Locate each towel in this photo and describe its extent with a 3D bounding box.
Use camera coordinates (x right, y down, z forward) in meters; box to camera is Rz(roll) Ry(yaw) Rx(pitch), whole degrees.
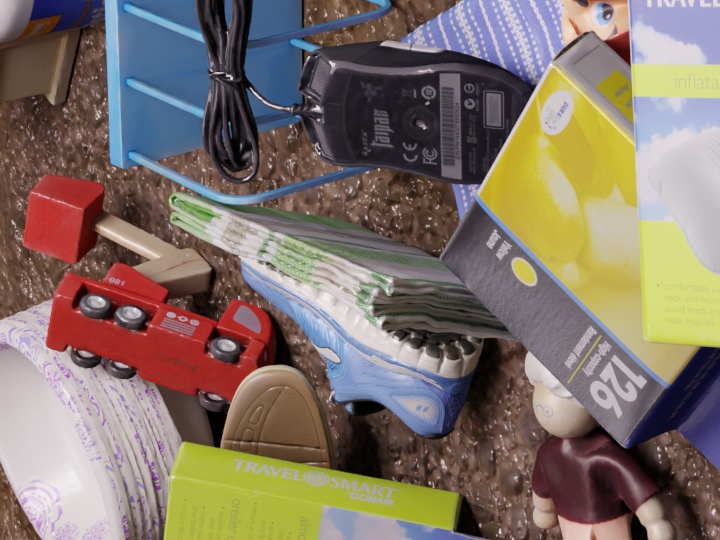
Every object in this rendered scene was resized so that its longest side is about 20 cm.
[{"bbox_3d":[0.095,-0.092,1.505,0.200,0.024,0.145,-26,81,56],"label":"towel"},{"bbox_3d":[0.000,0.000,1.565,0.200,0.149,0.031,23,99,47],"label":"towel"}]

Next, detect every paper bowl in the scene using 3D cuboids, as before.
[{"bbox_3d":[-0.175,0.112,1.890,0.201,0.104,0.201,41,144,40],"label":"paper bowl"}]

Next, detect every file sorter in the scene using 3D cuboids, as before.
[{"bbox_3d":[-0.059,-0.156,1.601,0.123,0.138,0.201,24,122,45],"label":"file sorter"}]

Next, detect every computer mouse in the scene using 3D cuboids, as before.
[{"bbox_3d":[0.005,-0.118,1.503,0.199,0.046,0.141,1,117,17],"label":"computer mouse"}]

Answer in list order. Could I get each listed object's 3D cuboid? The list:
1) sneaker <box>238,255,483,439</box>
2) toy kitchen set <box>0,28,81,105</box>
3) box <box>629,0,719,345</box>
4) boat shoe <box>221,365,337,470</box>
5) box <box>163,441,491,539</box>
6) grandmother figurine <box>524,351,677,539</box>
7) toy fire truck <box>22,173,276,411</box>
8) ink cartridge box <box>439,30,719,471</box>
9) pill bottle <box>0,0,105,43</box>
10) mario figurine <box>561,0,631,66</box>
[{"bbox_3d":[-0.009,0.041,1.661,0.200,0.078,0.089,36,128,43],"label":"sneaker"},{"bbox_3d":[-0.297,-0.227,1.889,0.181,0.163,0.200,50,139,32],"label":"toy kitchen set"},{"bbox_3d":[0.186,-0.066,1.235,0.122,0.048,0.201,3,103,33],"label":"box"},{"bbox_3d":[-0.045,0.142,1.740,0.065,0.072,0.201,-75,-20,-61],"label":"boat shoe"},{"bbox_3d":[-0.022,0.181,1.682,0.199,0.048,0.122,11,121,4],"label":"box"},{"bbox_3d":[0.130,0.133,1.518,0.121,0.060,0.201,0,106,46],"label":"grandmother figurine"},{"bbox_3d":[-0.143,0.014,1.820,0.199,0.141,0.049,18,124,6],"label":"toy fire truck"},{"bbox_3d":[0.145,0.007,1.386,0.200,0.047,0.198,46,147,12],"label":"ink cartridge box"},{"bbox_3d":[-0.208,-0.205,1.736,0.112,0.199,0.113,28,125,47],"label":"pill bottle"},{"bbox_3d":[0.113,-0.179,1.370,0.123,0.106,0.201,-45,64,51],"label":"mario figurine"}]
